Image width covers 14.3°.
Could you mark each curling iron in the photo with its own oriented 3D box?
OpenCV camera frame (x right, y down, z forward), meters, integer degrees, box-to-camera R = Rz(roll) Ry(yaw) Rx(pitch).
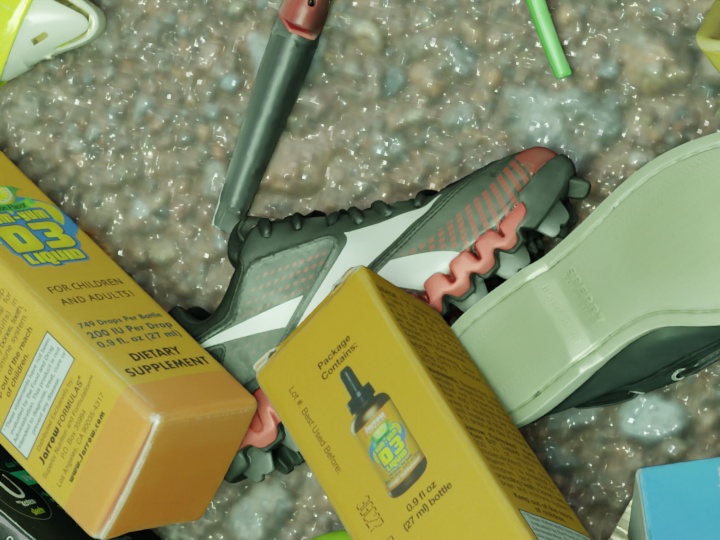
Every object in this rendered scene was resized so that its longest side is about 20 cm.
[{"bbox_3d":[-0.017,-0.107,1.241,0.049,0.026,0.201,29,94,16],"label":"curling iron"}]

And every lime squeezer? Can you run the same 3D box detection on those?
[{"bbox_3d":[0.080,-0.186,1.226,0.070,0.038,0.201,15,89,-17],"label":"lime squeezer"}]

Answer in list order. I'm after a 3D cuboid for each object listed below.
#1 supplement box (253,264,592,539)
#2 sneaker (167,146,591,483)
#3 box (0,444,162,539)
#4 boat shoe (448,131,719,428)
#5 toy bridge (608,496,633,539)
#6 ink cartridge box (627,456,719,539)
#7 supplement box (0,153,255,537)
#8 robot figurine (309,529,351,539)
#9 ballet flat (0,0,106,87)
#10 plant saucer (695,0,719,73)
[{"bbox_3d":[0.037,0.093,1.093,0.067,0.069,0.200,-45,55,17],"label":"supplement box"},{"bbox_3d":[0.000,0.000,1.208,0.200,0.071,0.098,-37,81,10],"label":"sneaker"},{"bbox_3d":[-0.179,0.144,1.212,0.200,0.124,0.149,38,99,12],"label":"box"},{"bbox_3d":[0.125,0.006,1.140,0.199,0.066,0.075,-37,68,24],"label":"boat shoe"},{"bbox_3d":[0.111,0.116,1.197,0.199,0.027,0.067,30,94,12],"label":"toy bridge"},{"bbox_3d":[0.207,0.107,1.108,0.199,0.116,0.067,-8,71,1],"label":"ink cartridge box"},{"bbox_3d":[-0.137,0.023,1.202,0.200,0.066,0.069,40,118,29],"label":"supplement box"},{"bbox_3d":[-0.018,0.189,1.155,0.116,0.175,0.200,42,66,-8],"label":"robot figurine"},{"bbox_3d":[-0.130,-0.139,1.254,0.067,0.067,0.201,31,93,0],"label":"ballet flat"},{"bbox_3d":[0.242,-0.097,1.103,0.199,0.200,0.049,-2,110,16],"label":"plant saucer"}]
